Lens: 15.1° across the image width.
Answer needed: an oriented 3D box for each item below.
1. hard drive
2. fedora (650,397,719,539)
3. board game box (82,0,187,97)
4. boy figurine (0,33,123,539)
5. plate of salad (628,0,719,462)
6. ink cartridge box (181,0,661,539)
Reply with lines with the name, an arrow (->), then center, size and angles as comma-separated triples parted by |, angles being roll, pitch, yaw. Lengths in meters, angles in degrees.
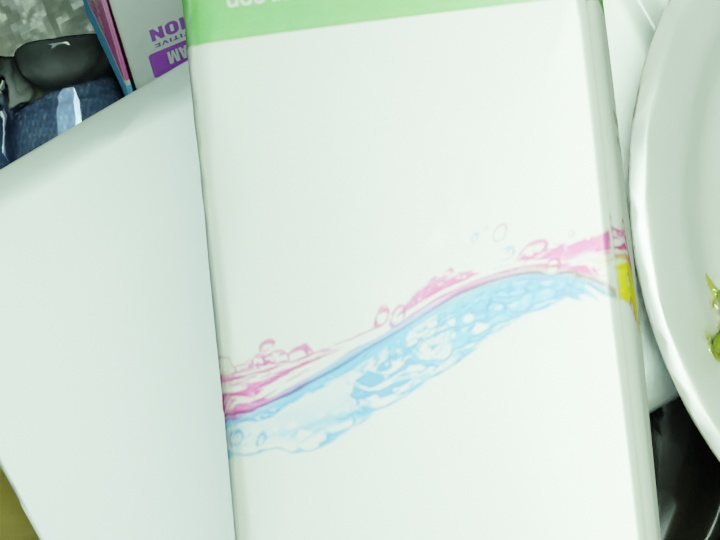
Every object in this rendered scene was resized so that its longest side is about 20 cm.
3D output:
hard drive -> 0.000, 0.000, 0.672 | 0.200, 0.026, 0.132 | -30, 83, 3
fedora -> 0.061, 0.040, 0.727 | 0.176, 0.090, 0.201 | -13, 86, 10
board game box -> -0.011, -0.143, 0.638 | 0.153, 0.200, 0.040 | -22, 51, -8
boy figurine -> -0.076, 0.034, 0.769 | 0.124, 0.064, 0.201 | -12, 89, 11
plate of salad -> 0.160, -0.016, 0.639 | 0.200, 0.048, 0.201 | 2, 82, -16
ink cartridge box -> 0.018, 0.013, 0.583 | 0.084, 0.145, 0.201 | -6, 84, 5
